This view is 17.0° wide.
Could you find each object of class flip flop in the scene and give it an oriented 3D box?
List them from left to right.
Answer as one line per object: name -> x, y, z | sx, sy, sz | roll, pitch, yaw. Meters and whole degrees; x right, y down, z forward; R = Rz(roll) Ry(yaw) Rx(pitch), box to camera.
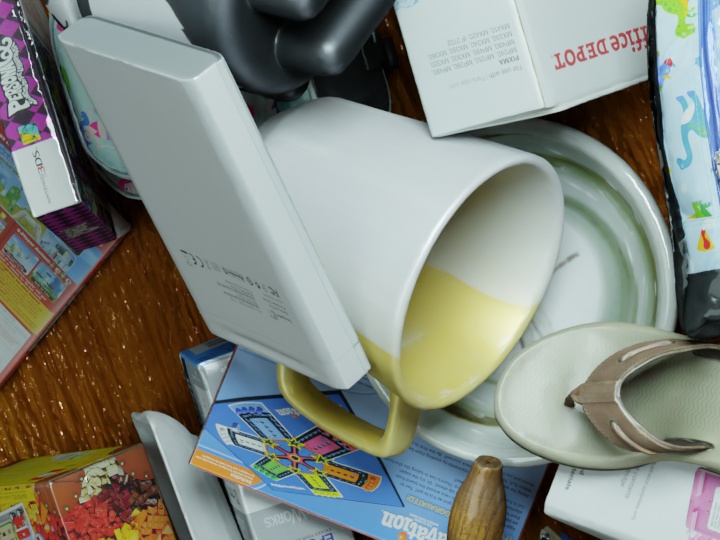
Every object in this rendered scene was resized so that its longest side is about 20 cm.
flip flop -> 0.158, 0.067, 1.217 | 0.200, 0.058, 0.081 | 11, 77, 31

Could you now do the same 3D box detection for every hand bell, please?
hand bell -> 0.056, 0.197, 1.402 | 0.104, 0.104, 0.200 | 24, 118, 30

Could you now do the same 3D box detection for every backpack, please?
backpack -> -0.100, -0.132, 1.461 | 0.200, 0.151, 0.178 | -13, 96, 45
backpack -> 0.212, -0.081, 1.235 | 0.154, 0.163, 0.200 | -23, 82, 31

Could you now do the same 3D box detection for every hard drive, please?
hard drive -> -0.076, -0.035, 1.259 | 0.132, 0.027, 0.200 | 21, 144, 50

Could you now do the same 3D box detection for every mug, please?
mug -> -0.001, -0.007, 1.330 | 0.153, 0.149, 0.187 | 28, 88, 29

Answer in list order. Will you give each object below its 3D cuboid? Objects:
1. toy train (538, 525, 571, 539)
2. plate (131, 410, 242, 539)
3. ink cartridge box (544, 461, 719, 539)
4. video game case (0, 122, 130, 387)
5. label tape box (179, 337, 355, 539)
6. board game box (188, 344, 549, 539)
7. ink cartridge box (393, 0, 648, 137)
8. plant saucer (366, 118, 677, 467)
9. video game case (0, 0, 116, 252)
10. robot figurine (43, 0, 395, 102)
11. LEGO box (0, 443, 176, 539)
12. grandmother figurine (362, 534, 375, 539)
toy train -> 0.109, 0.229, 1.447 | 0.034, 0.046, 0.200 | 44, 143, 38
plate -> -0.095, 0.179, 1.560 | 0.200, 0.032, 0.200 | 155, 94, -82
ink cartridge box -> 0.222, 0.135, 1.280 | 0.200, 0.145, 0.085 | 19, 84, 32
video game case -> -0.261, -0.017, 1.676 | 0.143, 0.017, 0.200 | 46, 126, 4
label tape box -> -0.051, 0.139, 1.505 | 0.143, 0.066, 0.200 | -173, 67, -81
board game box -> 0.009, 0.104, 1.428 | 0.200, 0.019, 0.103 | 23, 87, -7
ink cartridge box -> 0.080, -0.184, 1.298 | 0.083, 0.146, 0.200 | -12, 96, 39
plant saucer -> 0.092, 0.012, 1.392 | 0.200, 0.050, 0.200 | 0, 90, 23
video game case -> -0.204, -0.110, 1.516 | 0.036, 0.200, 0.181 | -19, 85, -2
robot figurine -> -0.081, -0.160, 1.277 | 0.200, 0.125, 0.150 | 17, 111, 34
LEGO box -> -0.200, 0.205, 1.644 | 0.200, 0.077, 0.149 | -14, 96, 57
grandmother figurine -> 0.033, 0.090, 1.482 | 0.121, 0.061, 0.200 | 8, 108, 7
